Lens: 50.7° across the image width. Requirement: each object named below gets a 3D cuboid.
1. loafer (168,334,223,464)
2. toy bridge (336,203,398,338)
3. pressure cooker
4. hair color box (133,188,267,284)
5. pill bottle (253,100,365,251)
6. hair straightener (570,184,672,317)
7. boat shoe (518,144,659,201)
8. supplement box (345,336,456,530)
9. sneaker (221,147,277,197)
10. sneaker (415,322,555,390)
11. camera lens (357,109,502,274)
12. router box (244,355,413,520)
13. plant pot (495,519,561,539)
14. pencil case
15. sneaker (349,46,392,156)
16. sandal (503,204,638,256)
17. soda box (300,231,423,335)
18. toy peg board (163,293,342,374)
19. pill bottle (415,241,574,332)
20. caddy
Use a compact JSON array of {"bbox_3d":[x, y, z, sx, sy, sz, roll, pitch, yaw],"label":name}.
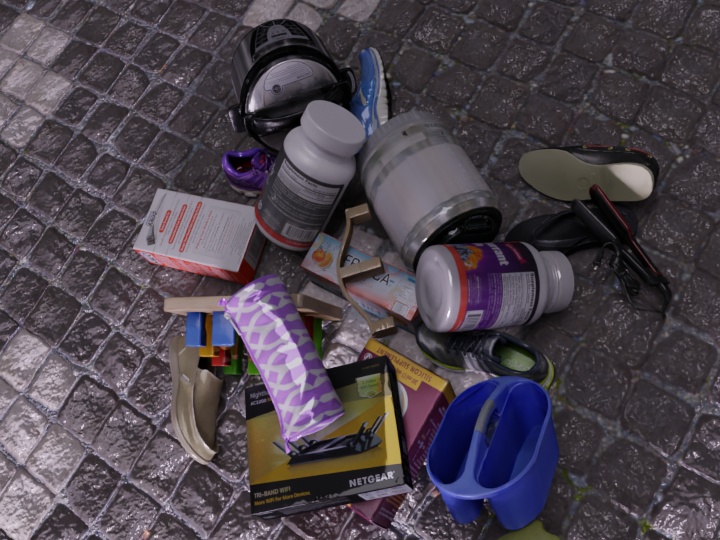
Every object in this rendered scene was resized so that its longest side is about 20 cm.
[{"bbox_3d":[-0.234,0.178,1.110,0.067,0.076,0.204,-22,63,11],"label":"loafer"},{"bbox_3d":[0.000,0.000,1.072,0.066,0.027,0.204,-16,64,7],"label":"toy bridge"},{"bbox_3d":[-0.108,-0.281,1.194,0.177,0.176,0.202,-53,33,23],"label":"pressure cooker"},{"bbox_3d":[-0.253,-0.055,1.224,0.195,0.064,0.113,13,71,18],"label":"hair color box"},{"bbox_3d":[-0.074,-0.138,1.121,0.117,0.114,0.202,52,130,28],"label":"pill bottle"},{"bbox_3d":[0.349,-0.016,1.038,0.076,0.041,0.202,-31,80,-8],"label":"hair straightener"},{"bbox_3d":[0.331,-0.145,1.109,0.197,0.075,0.063,10,33,29],"label":"boat shoe"},{"bbox_3d":[0.024,0.215,1.009,0.129,0.103,0.203,25,76,23],"label":"supplement box"},{"bbox_3d":[-0.136,-0.156,1.224,0.195,0.084,0.083,5,68,16],"label":"sneaker"},{"bbox_3d":[0.166,0.104,1.031,0.196,0.081,0.075,13,70,20],"label":"sneaker"},{"bbox_3d":[0.098,-0.106,1.096,0.158,0.160,0.202,-30,62,0],"label":"camera lens"},{"bbox_3d":[-0.043,0.208,0.943,0.195,0.052,0.161,-15,62,11],"label":"router box"},{"bbox_3d":[0.166,0.392,0.861,0.182,0.202,0.202,-30,62,-13],"label":"plant pot"},{"bbox_3d":[-0.094,0.103,0.903,0.084,0.084,0.203,-22,74,-26],"label":"pencil case"},{"bbox_3d":[0.006,-0.276,1.241,0.087,0.079,0.205,-6,66,9],"label":"sneaker"},{"bbox_3d":[0.295,-0.057,1.087,0.195,0.043,0.078,-17,64,7],"label":"sandal"},{"bbox_3d":[0.012,0.019,1.116,0.197,0.069,0.064,26,75,23],"label":"soda box"},{"bbox_3d":[-0.143,0.095,1.065,0.195,0.199,0.101,-3,81,14],"label":"toy peg board"},{"bbox_3d":[0.181,0.019,1.013,0.195,0.112,0.114,-3,62,-21],"label":"pill bottle"},{"bbox_3d":[0.162,0.213,0.926,0.139,0.107,0.201,-4,32,31],"label":"caddy"}]
